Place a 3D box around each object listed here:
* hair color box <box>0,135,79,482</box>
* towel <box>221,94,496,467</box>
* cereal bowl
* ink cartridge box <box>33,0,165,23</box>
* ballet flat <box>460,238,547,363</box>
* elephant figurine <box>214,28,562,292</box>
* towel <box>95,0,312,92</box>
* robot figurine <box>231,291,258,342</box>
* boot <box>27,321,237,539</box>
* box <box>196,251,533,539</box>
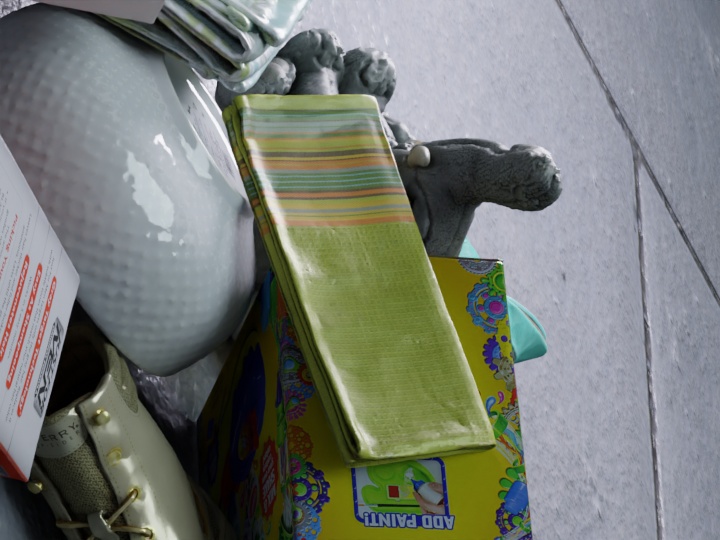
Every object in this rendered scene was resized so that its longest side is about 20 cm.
[{"bbox_3d":[-0.172,0.006,1.074,0.200,0.061,0.102,73,27,-66],"label":"hair color box"},{"bbox_3d":[0.000,0.000,1.282,0.086,0.018,0.200,-6,63,-29],"label":"towel"},{"bbox_3d":[-0.109,-0.052,1.311,0.200,0.083,0.200,57,9,-15],"label":"cereal bowl"},{"bbox_3d":[-0.143,-0.209,1.194,0.200,0.125,0.129,8,58,-22],"label":"ink cartridge box"},{"bbox_3d":[0.073,0.035,1.889,0.200,0.067,0.071,49,55,-51],"label":"ballet flat"},{"bbox_3d":[-0.001,-0.029,1.390,0.200,0.141,0.155,52,-30,44],"label":"elephant figurine"},{"bbox_3d":[-0.108,-0.164,1.351,0.171,0.048,0.200,29,17,-2],"label":"towel"},{"bbox_3d":[-0.028,-0.018,1.543,0.169,0.113,0.200,1,69,-29],"label":"robot figurine"},{"bbox_3d":[-0.115,0.132,1.235,0.200,0.073,0.156,-85,153,-54],"label":"boot"},{"bbox_3d":[-0.002,0.121,1.347,0.200,0.122,0.193,118,-28,-56],"label":"box"}]
